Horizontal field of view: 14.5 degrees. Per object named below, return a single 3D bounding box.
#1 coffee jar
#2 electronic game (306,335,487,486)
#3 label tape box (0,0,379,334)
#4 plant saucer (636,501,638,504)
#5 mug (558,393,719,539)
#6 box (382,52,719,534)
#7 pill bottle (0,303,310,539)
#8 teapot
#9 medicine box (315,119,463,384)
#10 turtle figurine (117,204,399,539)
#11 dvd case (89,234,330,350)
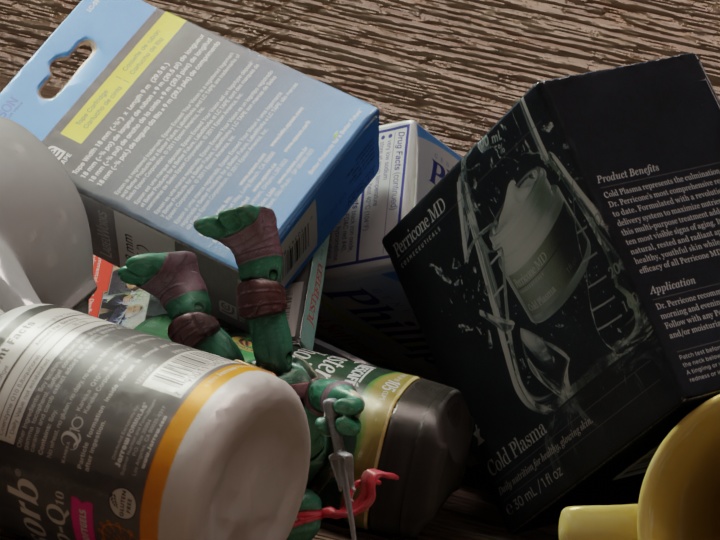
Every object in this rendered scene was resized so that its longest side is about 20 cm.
[{"bbox_3d":[-0.039,0.088,1.597,0.200,0.085,0.104,14,11,10],"label":"coffee jar"},{"bbox_3d":[0.023,0.081,1.733,0.200,0.042,0.200,26,-6,3],"label":"electronic game"},{"bbox_3d":[-0.109,-0.070,1.676,0.200,0.144,0.063,26,-32,19],"label":"label tape box"},{"bbox_3d":[0.255,0.099,1.693,0.200,0.200,0.027,14,-20,14],"label":"plant saucer"},{"bbox_3d":[0.222,0.128,1.528,0.186,0.150,0.153,30,5,17],"label":"mug"},{"bbox_3d":[0.137,0.015,1.595,0.124,0.197,0.200,-11,-21,-33],"label":"box"},{"bbox_3d":[-0.134,0.081,1.380,0.200,0.117,0.116,16,8,28],"label":"pill bottle"},{"bbox_3d":[-0.218,0.021,1.583,0.146,0.197,0.200,47,30,-3],"label":"teapot"},{"bbox_3d":[0.000,0.000,1.810,0.200,0.103,0.182,-10,-27,34],"label":"medicine box"},{"bbox_3d":[-0.060,0.075,1.496,0.150,0.200,0.101,-23,-17,18],"label":"turtle figurine"},{"bbox_3d":[-0.114,0.002,1.719,0.200,0.146,0.022,-10,-38,23],"label":"dvd case"}]
